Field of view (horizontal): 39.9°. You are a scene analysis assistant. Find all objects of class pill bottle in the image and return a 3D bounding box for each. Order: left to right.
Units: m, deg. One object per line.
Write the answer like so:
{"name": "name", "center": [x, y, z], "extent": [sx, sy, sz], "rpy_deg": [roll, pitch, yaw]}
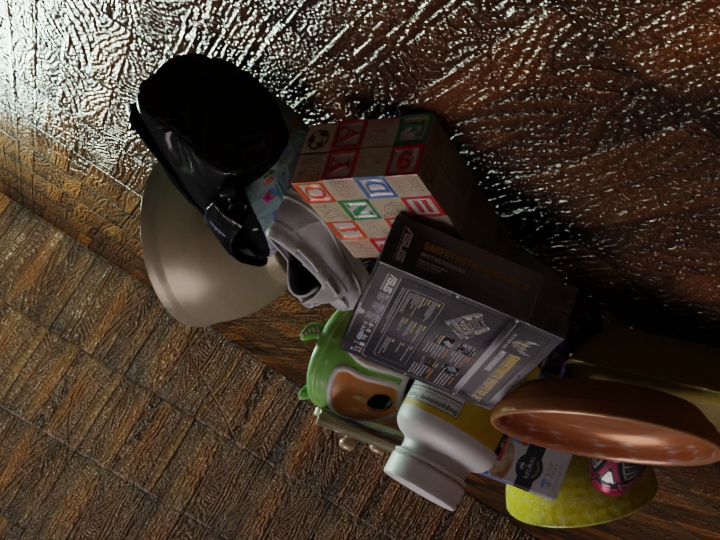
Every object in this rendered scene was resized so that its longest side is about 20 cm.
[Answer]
{"name": "pill bottle", "center": [0.105, 0.135, 1.009], "extent": [0.111, 0.201, 0.111], "rpy_deg": [29, 168, 7]}

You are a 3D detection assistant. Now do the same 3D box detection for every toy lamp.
{"name": "toy lamp", "center": [0.214, 0.073, 0.977], "extent": [0.058, 0.058, 0.200], "rpy_deg": [24, 166, 27]}

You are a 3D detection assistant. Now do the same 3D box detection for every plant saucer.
{"name": "plant saucer", "center": [0.215, 0.132, 0.867], "extent": [0.199, 0.038, 0.200], "rpy_deg": [10, 162, 3]}
{"name": "plant saucer", "center": [0.281, 0.104, 0.883], "extent": [0.199, 0.049, 0.200], "rpy_deg": [11, 162, 12]}

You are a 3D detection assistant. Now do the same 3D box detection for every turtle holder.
{"name": "turtle holder", "center": [0.020, 0.105, 1.188], "extent": [0.131, 0.142, 0.185], "rpy_deg": [20, -163, 24]}

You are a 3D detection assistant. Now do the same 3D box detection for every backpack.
{"name": "backpack", "center": [-0.107, -0.095, 0.916], "extent": [0.167, 0.126, 0.200], "rpy_deg": [45, 170, 27]}

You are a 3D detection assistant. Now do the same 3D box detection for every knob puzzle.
{"name": "knob puzzle", "center": [0.034, 0.210, 1.179], "extent": [0.218, 0.031, 0.220], "rpy_deg": [20, 177, 1]}

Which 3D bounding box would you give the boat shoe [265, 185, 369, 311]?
{"name": "boat shoe", "center": [-0.040, -0.003, 0.913], "extent": [0.072, 0.069, 0.200], "rpy_deg": [34, 164, 18]}

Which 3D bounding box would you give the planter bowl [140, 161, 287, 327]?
{"name": "planter bowl", "center": [-0.129, -0.042, 1.088], "extent": [0.134, 0.202, 0.200], "rpy_deg": [-5, 152, 22]}

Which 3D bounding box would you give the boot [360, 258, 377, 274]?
{"name": "boot", "center": [0.000, 0.000, 1.077], "extent": [0.200, 0.073, 0.144], "rpy_deg": [39, -179, 27]}

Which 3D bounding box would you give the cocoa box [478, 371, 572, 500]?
{"name": "cocoa box", "center": [0.164, 0.172, 1.193], "extent": [0.131, 0.134, 0.200], "rpy_deg": [23, 178, -12]}

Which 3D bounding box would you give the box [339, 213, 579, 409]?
{"name": "box", "center": [0.076, 0.043, 0.851], "extent": [0.157, 0.049, 0.200], "rpy_deg": [22, 154, 0]}

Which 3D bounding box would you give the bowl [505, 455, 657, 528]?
{"name": "bowl", "center": [0.281, 0.247, 1.305], "extent": [0.200, 0.199, 0.108], "rpy_deg": [3, 108, 64]}

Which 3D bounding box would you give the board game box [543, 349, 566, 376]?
{"name": "board game box", "center": [0.145, 0.051, 1.117], "extent": [0.120, 0.032, 0.200], "rpy_deg": [26, 167, 41]}

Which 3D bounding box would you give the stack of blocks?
{"name": "stack of blocks", "center": [0.044, -0.044, 0.836], "extent": [0.114, 0.059, 0.200], "rpy_deg": [-1, 149, 31]}

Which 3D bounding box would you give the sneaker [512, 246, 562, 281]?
{"name": "sneaker", "center": [0.103, 0.013, 0.956], "extent": [0.077, 0.080, 0.200], "rpy_deg": [38, 166, -29]}

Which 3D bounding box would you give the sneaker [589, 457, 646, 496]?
{"name": "sneaker", "center": [0.280, 0.178, 1.065], "extent": [0.080, 0.075, 0.200], "rpy_deg": [17, -168, 23]}
